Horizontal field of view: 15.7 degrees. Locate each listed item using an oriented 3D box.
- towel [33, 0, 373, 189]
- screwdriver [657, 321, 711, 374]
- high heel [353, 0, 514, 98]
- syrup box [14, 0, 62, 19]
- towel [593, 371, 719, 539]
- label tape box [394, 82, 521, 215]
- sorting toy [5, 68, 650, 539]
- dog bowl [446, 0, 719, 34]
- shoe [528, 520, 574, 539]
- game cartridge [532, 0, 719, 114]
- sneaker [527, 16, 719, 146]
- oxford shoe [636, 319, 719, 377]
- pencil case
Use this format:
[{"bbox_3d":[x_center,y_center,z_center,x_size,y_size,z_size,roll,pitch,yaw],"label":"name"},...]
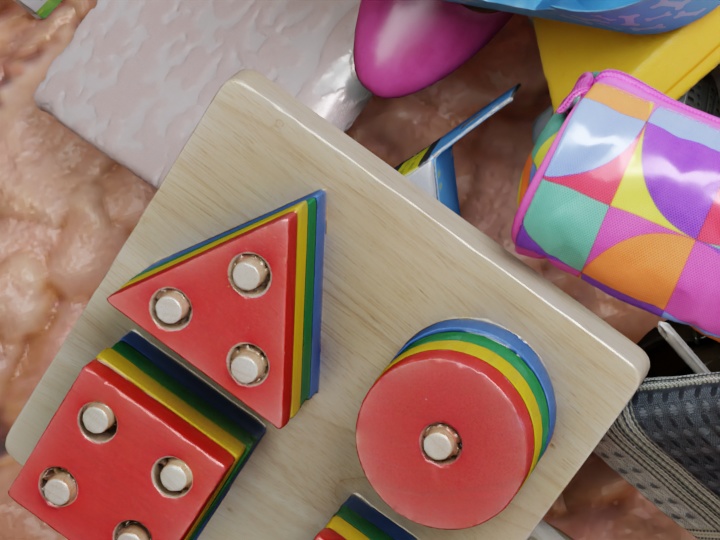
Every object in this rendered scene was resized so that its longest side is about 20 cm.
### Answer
[{"bbox_3d":[-0.045,-0.121,1.203,0.200,0.032,0.191,-55,42,-3],"label":"towel"},{"bbox_3d":[0.164,0.064,1.069,0.029,0.200,0.028,-39,48,0],"label":"screwdriver"},{"bbox_3d":[0.070,-0.155,1.088,0.067,0.096,0.200,36,83,-14],"label":"high heel"},{"bbox_3d":[-0.124,-0.227,1.266,0.200,0.079,0.081,-45,71,3],"label":"syrup box"},{"bbox_3d":[0.197,0.102,1.026,0.200,0.192,0.035,42,67,-18],"label":"towel"},{"bbox_3d":[0.000,0.000,1.146,0.200,0.144,0.063,-32,93,8],"label":"label tape box"},{"bbox_3d":[-0.025,0.061,1.031,0.200,0.070,0.199,36,113,5],"label":"sorting toy"},{"bbox_3d":[0.074,-0.151,1.035,0.200,0.050,0.112,14,80,38],"label":"dog bowl"},{"bbox_3d":[0.029,0.122,1.166,0.200,0.053,0.070,28,88,19],"label":"shoe"},{"bbox_3d":[0.140,-0.158,1.094,0.176,0.032,0.200,-42,31,26],"label":"game cartridge"},{"bbox_3d":[0.123,-0.129,1.181,0.099,0.078,0.201,9,74,33],"label":"sneaker"},{"bbox_3d":[0.176,0.027,1.087,0.200,0.084,0.073,-41,83,34],"label":"oxford shoe"},{"bbox_3d":[0.158,-0.011,1.001,0.199,0.088,0.089,21,85,2],"label":"pencil case"}]
